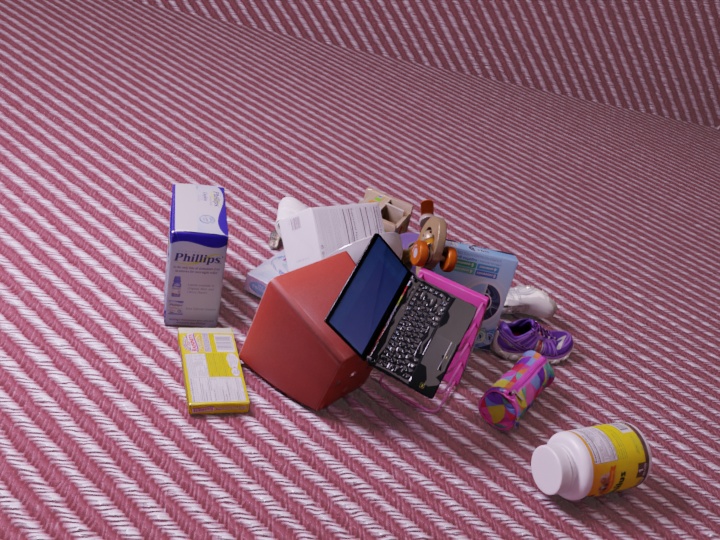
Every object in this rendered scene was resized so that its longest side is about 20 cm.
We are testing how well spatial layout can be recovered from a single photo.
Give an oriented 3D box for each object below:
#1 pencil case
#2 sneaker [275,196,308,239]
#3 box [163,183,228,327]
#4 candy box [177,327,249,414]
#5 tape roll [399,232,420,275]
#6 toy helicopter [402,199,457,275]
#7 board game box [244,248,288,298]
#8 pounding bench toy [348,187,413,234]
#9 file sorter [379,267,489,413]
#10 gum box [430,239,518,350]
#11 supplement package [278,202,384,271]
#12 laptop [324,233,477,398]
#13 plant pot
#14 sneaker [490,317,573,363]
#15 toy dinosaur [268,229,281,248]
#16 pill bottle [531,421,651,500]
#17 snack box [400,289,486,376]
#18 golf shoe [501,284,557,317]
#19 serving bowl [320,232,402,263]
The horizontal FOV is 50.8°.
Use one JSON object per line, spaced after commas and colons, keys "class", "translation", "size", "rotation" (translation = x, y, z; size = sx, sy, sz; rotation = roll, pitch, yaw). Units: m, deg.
{"class": "pencil case", "translation": [0.297, 0.223, 1.425], "size": [0.087, 0.090, 0.199], "rotation": [29, 32, 22]}
{"class": "sneaker", "translation": [-0.101, -0.069, 1.654], "size": [0.197, 0.074, 0.117], "rotation": [30, 29, -14]}
{"class": "box", "translation": [-0.312, -0.030, 1.427], "size": [0.102, 0.204, 0.185], "rotation": [4, 32, -16]}
{"class": "candy box", "translation": [-0.256, 0.168, 1.306], "size": [0.099, 0.027, 0.201], "rotation": [1, 34, -20]}
{"class": "tape roll", "translation": [0.144, 0.013, 1.655], "size": [0.196, 0.086, 0.202], "rotation": [22, 31, -14]}
{"class": "toy helicopter", "translation": [0.117, -0.050, 1.475], "size": [0.077, 0.200, 0.136], "rotation": [9, 72, -18]}
{"class": "board game box", "translation": [-0.109, 0.028, 1.584], "size": [0.196, 0.044, 0.199], "rotation": [26, 29, 16]}
{"class": "pounding bench toy", "translation": [0.064, -0.078, 1.760], "size": [0.196, 0.127, 0.156], "rotation": [23, 31, 12]}
{"class": "file sorter", "translation": [0.127, 0.132, 1.378], "size": [0.136, 0.204, 0.125], "rotation": [24, 33, 15]}
{"class": "gum box", "translation": [0.210, 0.050, 1.538], "size": [0.165, 0.205, 0.045], "rotation": [11, 21, -11]}
{"class": "supplement package", "translation": [-0.053, -0.069, 1.564], "size": [0.197, 0.113, 0.112], "rotation": [-9, -4, -45]}
{"class": "laptop", "translation": [0.071, 0.072, 1.229], "size": [0.196, 0.104, 0.180], "rotation": [26, 70, 15]}
{"class": "plant pot", "translation": [-0.065, 0.119, 1.329], "size": [0.176, 0.202, 0.198], "rotation": [45, 40, 21]}
{"class": "sneaker", "translation": [0.369, 0.142, 1.590], "size": [0.195, 0.085, 0.081], "rotation": [3, 33, -23]}
{"class": "toy dinosaur", "translation": [-0.137, -0.095, 1.775], "size": [0.086, 0.049, 0.199], "rotation": [19, 27, 19]}
{"class": "pill bottle", "translation": [0.387, 0.322, 1.279], "size": [0.195, 0.112, 0.110], "rotation": [-2, 34, -27]}
{"class": "snack box", "translation": [0.131, 0.104, 1.478], "size": [0.196, 0.145, 0.053], "rotation": [24, 29, 15]}
{"class": "golf shoe", "translation": [0.343, 0.077, 1.716], "size": [0.195, 0.080, 0.098], "rotation": [19, 47, 17]}
{"class": "serving bowl", "translation": [0.000, 0.000, 1.485], "size": [0.196, 0.199, 0.067], "rotation": [-12, 73, -38]}
